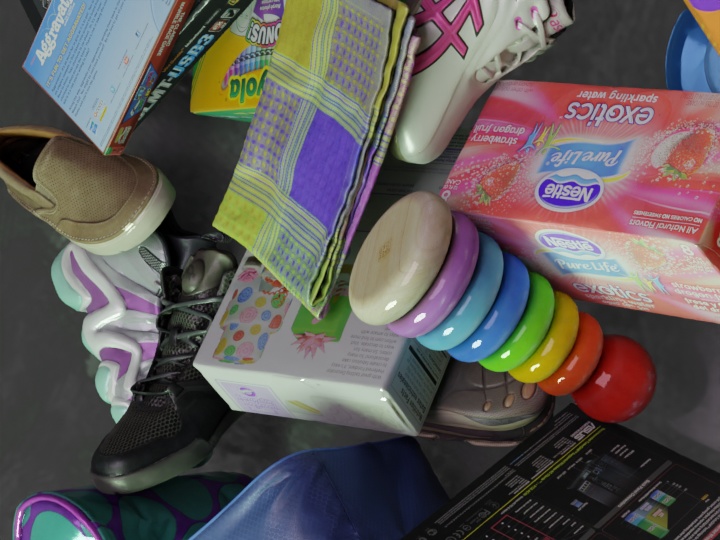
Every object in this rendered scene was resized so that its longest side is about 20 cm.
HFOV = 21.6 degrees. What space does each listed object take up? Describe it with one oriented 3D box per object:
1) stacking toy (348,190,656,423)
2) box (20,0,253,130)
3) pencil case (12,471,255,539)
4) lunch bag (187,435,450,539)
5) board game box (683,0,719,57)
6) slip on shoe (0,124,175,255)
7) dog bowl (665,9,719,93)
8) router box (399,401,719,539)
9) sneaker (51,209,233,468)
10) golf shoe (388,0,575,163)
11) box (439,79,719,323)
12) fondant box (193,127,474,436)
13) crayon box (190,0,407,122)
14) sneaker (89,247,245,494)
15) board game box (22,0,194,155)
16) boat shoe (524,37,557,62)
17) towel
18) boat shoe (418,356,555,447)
[{"bbox_3d":[0.094,0.035,1.119,0.085,0.200,0.085,-47,25,30],"label":"stacking toy"},{"bbox_3d":[-0.158,-0.228,1.286,0.198,0.050,0.200,-41,67,36],"label":"box"},{"bbox_3d":[-0.140,0.182,1.259,0.092,0.200,0.085,37,109,28],"label":"pencil case"},{"bbox_3d":[-0.012,0.196,1.178,0.136,0.200,0.132,-43,69,25],"label":"lunch bag"},{"bbox_3d":[0.294,-0.135,0.960,0.200,0.200,0.200,-34,87,17],"label":"board game box"},{"bbox_3d":[-0.206,-0.066,1.356,0.076,0.061,0.200,-54,37,-8],"label":"slip on shoe"},{"bbox_3d":[0.261,-0.161,1.114,0.111,0.050,0.200,32,104,29],"label":"dog bowl"},{"bbox_3d":[0.129,0.170,1.094,0.150,0.200,0.062,25,128,31],"label":"router box"},{"bbox_3d":[-0.131,0.028,1.333,0.140,0.078,0.200,-42,68,24],"label":"sneaker"},{"bbox_3d":[0.078,-0.152,1.131,0.092,0.073,0.200,26,92,31],"label":"golf shoe"},{"bbox_3d":[0.155,-0.041,1.104,0.200,0.095,0.103,11,66,45],"label":"box"},{"bbox_3d":[0.000,0.000,1.209,0.144,0.058,0.200,5,56,32],"label":"fondant box"},{"bbox_3d":[-0.037,-0.162,1.252,0.200,0.058,0.119,3,87,56],"label":"crayon box"},{"bbox_3d":[-0.118,0.058,1.239,0.076,0.199,0.114,3,124,42],"label":"sneaker"},{"bbox_3d":[-0.154,-0.186,1.241,0.103,0.019,0.200,45,121,26],"label":"board game box"},{"bbox_3d":[0.095,-0.164,1.204,0.069,0.071,0.200,47,110,27],"label":"boat shoe"},{"bbox_3d":[-0.030,-0.089,1.159,0.144,0.023,0.200,42,119,49],"label":"towel"},{"bbox_3d":[0.033,0.080,1.221,0.200,0.073,0.075,12,60,30],"label":"boat shoe"}]
